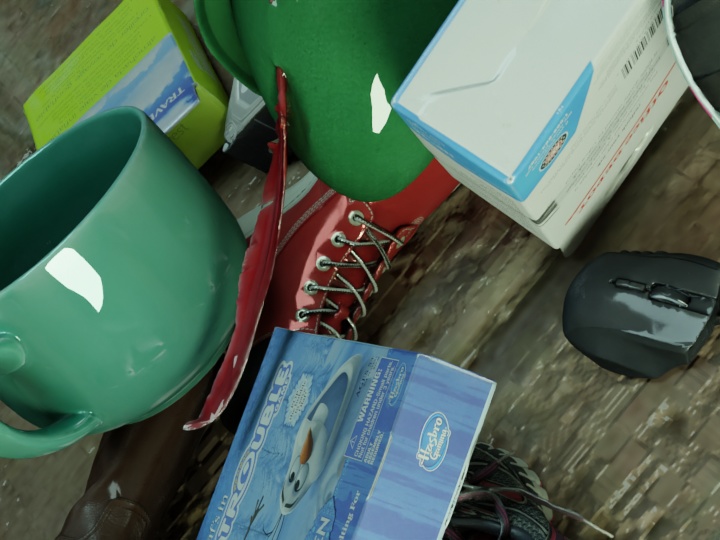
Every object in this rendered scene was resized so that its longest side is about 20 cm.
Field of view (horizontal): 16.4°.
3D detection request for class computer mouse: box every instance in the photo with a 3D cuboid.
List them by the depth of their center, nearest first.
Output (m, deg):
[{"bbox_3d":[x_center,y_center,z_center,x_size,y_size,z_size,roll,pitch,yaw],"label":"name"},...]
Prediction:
[{"bbox_3d":[0.159,0.017,1.095,0.200,0.034,0.059,0,58,49],"label":"computer mouse"}]

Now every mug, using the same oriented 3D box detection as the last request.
[{"bbox_3d":[-0.142,0.021,1.264,0.185,0.114,0.152,-47,24,-12],"label":"mug"}]

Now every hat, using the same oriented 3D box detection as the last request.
[{"bbox_3d":[0.000,-0.052,1.139,0.165,0.200,0.176,1,55,2],"label":"hat"}]

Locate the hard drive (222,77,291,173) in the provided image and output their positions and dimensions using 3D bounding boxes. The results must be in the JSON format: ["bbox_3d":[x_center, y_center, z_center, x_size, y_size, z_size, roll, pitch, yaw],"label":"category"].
[{"bbox_3d":[-0.009,-0.162,1.412,0.200,0.038,0.140,-40,32,45],"label":"hard drive"}]

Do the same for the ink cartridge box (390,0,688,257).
[{"bbox_3d":[0.088,-0.083,1.127,0.068,0.200,0.116,35,89,15],"label":"ink cartridge box"}]

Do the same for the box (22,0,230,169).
[{"bbox_3d":[-0.143,-0.092,1.532,0.122,0.048,0.200,-45,29,10],"label":"box"}]

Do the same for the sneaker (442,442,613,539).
[{"bbox_3d":[0.049,0.115,1.094,0.081,0.075,0.200,-54,32,-3],"label":"sneaker"}]

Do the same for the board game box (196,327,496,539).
[{"bbox_3d":[-0.027,0.129,1.116,0.200,0.043,0.199,-70,18,-6],"label":"board game box"}]

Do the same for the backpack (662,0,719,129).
[{"bbox_3d":[0.227,-0.129,1.028,0.200,0.178,0.151,-40,13,20],"label":"backpack"}]

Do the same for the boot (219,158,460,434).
[{"bbox_3d":[0.000,0.000,1.270,0.200,0.072,0.144,-40,34,30],"label":"boot"}]

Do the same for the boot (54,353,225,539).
[{"bbox_3d":[-0.110,0.109,1.271,0.186,0.064,0.200,-23,35,61],"label":"boot"}]
